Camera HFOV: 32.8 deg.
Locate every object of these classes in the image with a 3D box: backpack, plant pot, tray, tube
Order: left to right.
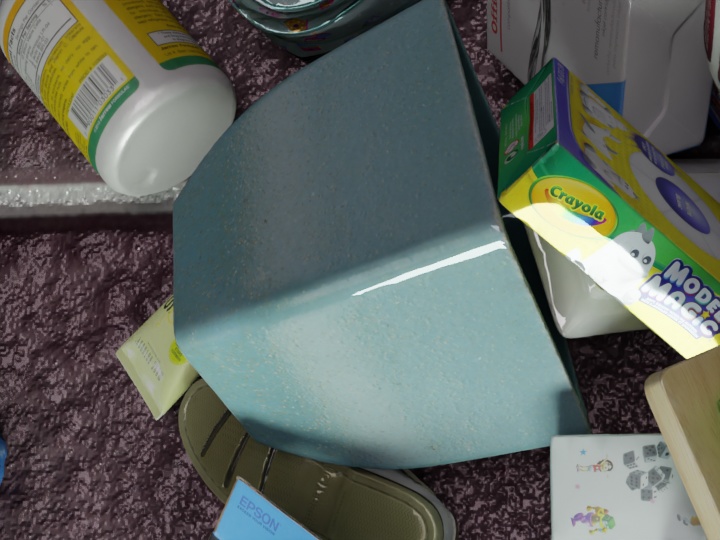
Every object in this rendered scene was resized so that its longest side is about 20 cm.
[{"bbox_3d":[-0.085,0.009,0.836,0.052,0.058,0.200,45,93,-6],"label":"tube"},{"bbox_3d":[-0.009,-0.244,0.843,0.199,0.127,0.168,-36,74,6],"label":"backpack"},{"bbox_3d":[0.000,0.000,0.713,0.198,0.196,0.198,-19,47,11],"label":"plant pot"},{"bbox_3d":[0.182,-0.021,0.723,0.198,0.022,0.108,-4,70,-33],"label":"tray"}]

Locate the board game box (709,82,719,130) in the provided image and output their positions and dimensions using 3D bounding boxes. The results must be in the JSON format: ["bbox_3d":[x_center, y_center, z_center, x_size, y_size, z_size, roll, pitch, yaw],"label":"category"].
[{"bbox_3d":[0.261,-0.083,0.728,0.045,0.134,0.201,-30,71,5],"label":"board game box"}]

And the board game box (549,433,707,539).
[{"bbox_3d":[0.210,0.131,0.679,0.198,0.148,0.065,-3,73,13],"label":"board game box"}]

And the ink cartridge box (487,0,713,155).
[{"bbox_3d":[0.133,-0.166,0.750,0.066,0.117,0.200,-18,42,-16],"label":"ink cartridge box"}]

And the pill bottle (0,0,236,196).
[{"bbox_3d":[-0.187,-0.159,0.871,0.113,0.113,0.200,-42,70,0],"label":"pill bottle"}]

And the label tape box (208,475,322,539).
[{"bbox_3d":[-0.039,0.231,0.718,0.144,0.063,0.201,33,112,19],"label":"label tape box"}]

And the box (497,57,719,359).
[{"bbox_3d":[0.158,-0.013,0.632,0.200,0.118,0.048,40,117,-15],"label":"box"}]

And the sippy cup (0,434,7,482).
[{"bbox_3d":[-0.309,0.125,0.818,0.138,0.130,0.180,-11,73,12],"label":"sippy cup"}]

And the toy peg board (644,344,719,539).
[{"bbox_3d":[0.263,0.098,0.532,0.197,0.098,0.202,-19,81,-19],"label":"toy peg board"}]

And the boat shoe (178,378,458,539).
[{"bbox_3d":[-0.029,0.133,0.780,0.199,0.068,0.075,30,94,24],"label":"boat shoe"}]

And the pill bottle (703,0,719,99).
[{"bbox_3d":[0.217,-0.127,0.573,0.108,0.200,0.111,-4,75,14],"label":"pill bottle"}]
